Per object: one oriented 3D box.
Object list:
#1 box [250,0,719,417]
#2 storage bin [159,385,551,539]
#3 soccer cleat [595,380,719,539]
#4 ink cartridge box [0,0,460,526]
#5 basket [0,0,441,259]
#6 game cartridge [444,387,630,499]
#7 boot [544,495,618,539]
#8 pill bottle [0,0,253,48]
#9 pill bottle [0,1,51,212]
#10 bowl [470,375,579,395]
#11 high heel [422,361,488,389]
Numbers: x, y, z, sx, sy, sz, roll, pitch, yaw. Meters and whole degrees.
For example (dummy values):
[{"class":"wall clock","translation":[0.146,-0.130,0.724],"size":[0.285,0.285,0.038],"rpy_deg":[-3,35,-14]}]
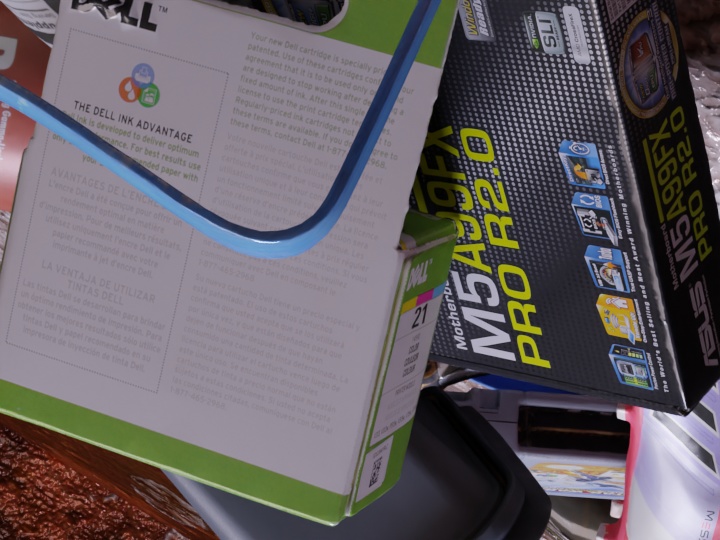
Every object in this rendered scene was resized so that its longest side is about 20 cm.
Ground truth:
[{"class":"box","translation":[0.045,-0.053,0.748],"size":[0.159,0.044,0.201],"rpy_deg":[11,129,40]},{"class":"storage bin","translation":[-0.030,0.081,0.888],"size":[0.134,0.145,0.200],"rpy_deg":[47,-179,-13]},{"class":"soccer cleat","translation":[0.155,0.080,0.960],"size":[0.076,0.067,0.202],"rpy_deg":[12,118,13]},{"class":"ink cartridge box","translation":[-0.039,-0.031,0.738],"size":[0.147,0.202,0.076],"rpy_deg":[17,-169,16]},{"class":"basket","translation":[-0.041,-0.123,0.567],"size":[0.175,0.201,0.139],"rpy_deg":[31,165,6]},{"class":"game cartridge","translation":[0.127,0.093,1.072],"size":[0.198,0.042,0.133],"rpy_deg":[5,163,-7]},{"class":"boot","translation":[0.186,0.141,1.229],"size":[0.199,0.075,0.097],"rpy_deg":[24,153,0]},{"class":"pill bottle","translation":[-0.106,-0.152,0.776],"size":[0.113,0.114,0.200],"rpy_deg":[15,158,45]},{"class":"pill bottle","translation":[-0.167,-0.085,1.021],"size":[0.198,0.113,0.112],"rpy_deg":[10,168,-11]},{"class":"bowl","translation":[0.041,0.001,1.105],"size":[0.199,0.040,0.201],"rpy_deg":[29,165,9]},{"class":"high heel","translation":[0.000,0.000,0.973],"size":[0.142,0.072,0.200],"rpy_deg":[-7,145,44]}]
